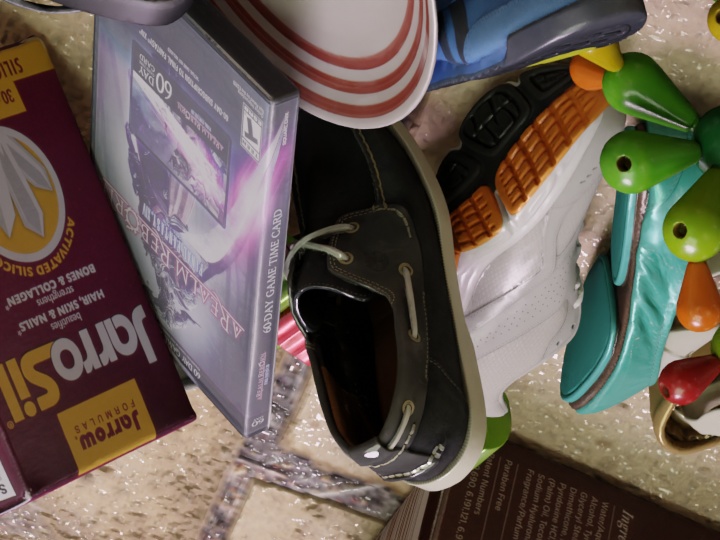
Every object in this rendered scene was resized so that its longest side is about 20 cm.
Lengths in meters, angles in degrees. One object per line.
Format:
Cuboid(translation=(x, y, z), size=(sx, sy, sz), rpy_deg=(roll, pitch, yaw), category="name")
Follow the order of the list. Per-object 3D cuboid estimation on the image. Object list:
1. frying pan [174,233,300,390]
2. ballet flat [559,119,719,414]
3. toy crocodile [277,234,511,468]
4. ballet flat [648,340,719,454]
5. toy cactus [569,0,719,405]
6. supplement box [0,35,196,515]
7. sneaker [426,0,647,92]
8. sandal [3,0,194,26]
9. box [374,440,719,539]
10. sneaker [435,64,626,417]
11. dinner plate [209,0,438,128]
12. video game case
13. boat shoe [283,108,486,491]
Cuboid(translation=(-0.084, -0.006, 1.450), size=(0.115, 0.031, 0.190), rpy_deg=(33, 124, -22), category="frying pan")
Cuboid(translation=(0.142, 0.005, 1.359), size=(0.070, 0.068, 0.200), rpy_deg=(5, 142, -5), category="ballet flat")
Cuboid(translation=(-0.004, 0.034, 1.424), size=(0.067, 0.062, 0.200), rpy_deg=(-31, 131, 27), category="toy crocodile")
Cuboid(translation=(0.221, 0.043, 1.372), size=(0.200, 0.063, 0.069), rpy_deg=(-24, 126, 38), category="ballet flat")
Cuboid(translation=(0.174, -0.053, 1.241), size=(0.164, 0.201, 0.102), rpy_deg=(-13, -175, -17), category="toy cactus")
Cuboid(translation=(-0.184, 0.009, 1.359), size=(0.103, 0.131, 0.201), rpy_deg=(-21, 93, 37), category="supplement box")
Cuboid(translation=(0.056, -0.117, 1.182), size=(0.066, 0.079, 0.200), rpy_deg=(-13, -176, -14), category="sneaker")
Cuboid(translation=(-0.153, -0.149, 1.272), size=(0.200, 0.076, 0.043), rpy_deg=(21, 140, 22), category="sandal")
Cuboid(translation=(0.094, 0.217, 1.536), size=(0.199, 0.165, 0.166), rpy_deg=(23, 140, -7), category="box")
Cuboid(translation=(0.075, -0.011, 1.348), size=(0.092, 0.076, 0.200), rpy_deg=(15, 128, -29), category="sneaker")
Cuboid(translation=(-0.031, -0.151, 1.211), size=(0.200, 0.024, 0.201), rpy_deg=(38, 149, 28), category="dinner plate")
Cuboid(translation=(-0.079, -0.040, 1.328), size=(0.143, 0.019, 0.200), rpy_deg=(45, 143, 36), category="video game case")
Cuboid(translation=(0.000, 0.000, 1.305), size=(0.067, 0.201, 0.072), rpy_deg=(11, 144, -42), category="boat shoe")
